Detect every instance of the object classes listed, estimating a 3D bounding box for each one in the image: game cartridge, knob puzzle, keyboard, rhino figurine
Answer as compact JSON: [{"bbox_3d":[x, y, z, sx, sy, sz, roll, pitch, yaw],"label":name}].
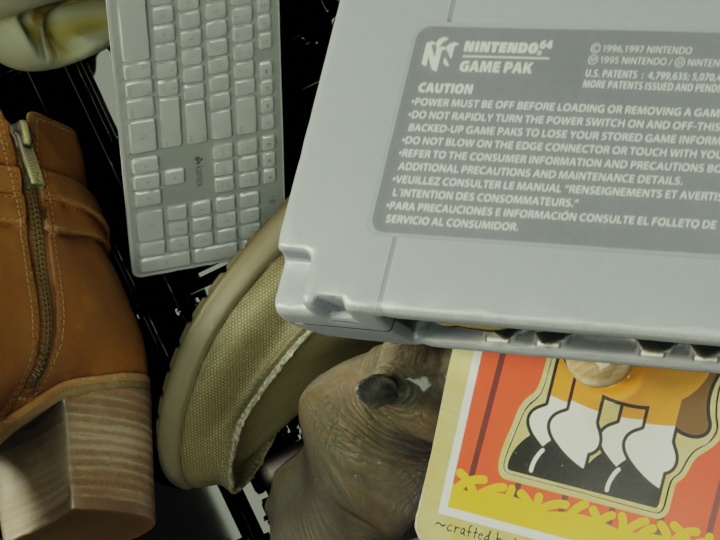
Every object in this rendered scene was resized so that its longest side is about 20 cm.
[{"bbox_3d":[0.077,-0.040,0.807,0.200,0.040,0.134,5,76,31],"label":"game cartridge"},{"bbox_3d":[0.118,0.000,0.811,0.219,0.030,0.220,-4,80,20],"label":"knob puzzle"},{"bbox_3d":[-0.054,-0.066,0.936,0.056,0.200,0.011,-15,52,-12],"label":"keyboard"},{"bbox_3d":[0.019,0.064,0.938,0.087,0.200,0.060,24,59,2],"label":"rhino figurine"}]

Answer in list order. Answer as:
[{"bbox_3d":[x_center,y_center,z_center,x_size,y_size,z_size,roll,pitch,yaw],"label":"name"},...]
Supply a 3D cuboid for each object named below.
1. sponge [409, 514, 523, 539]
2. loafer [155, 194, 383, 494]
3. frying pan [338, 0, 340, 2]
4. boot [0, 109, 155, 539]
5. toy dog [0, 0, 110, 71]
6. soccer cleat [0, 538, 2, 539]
[{"bbox_3d":[0.019,0.146,0.923,0.200,0.030,0.112,-25,89,51],"label":"sponge"},{"bbox_3d":[0.000,0.000,0.975,0.067,0.076,0.200,35,100,12],"label":"loafer"},{"bbox_3d":[0.004,-0.170,0.923,0.031,0.115,0.190,-1,84,13],"label":"frying pan"},{"bbox_3d":[-0.152,0.007,0.935,0.074,0.200,0.155,-24,65,29],"label":"boot"},{"bbox_3d":[-0.122,-0.121,0.932,0.200,0.194,0.140,-26,99,3],"label":"toy dog"},{"bbox_3d":[-0.167,0.096,0.992,0.070,0.086,0.200,-22,107,10],"label":"soccer cleat"}]
